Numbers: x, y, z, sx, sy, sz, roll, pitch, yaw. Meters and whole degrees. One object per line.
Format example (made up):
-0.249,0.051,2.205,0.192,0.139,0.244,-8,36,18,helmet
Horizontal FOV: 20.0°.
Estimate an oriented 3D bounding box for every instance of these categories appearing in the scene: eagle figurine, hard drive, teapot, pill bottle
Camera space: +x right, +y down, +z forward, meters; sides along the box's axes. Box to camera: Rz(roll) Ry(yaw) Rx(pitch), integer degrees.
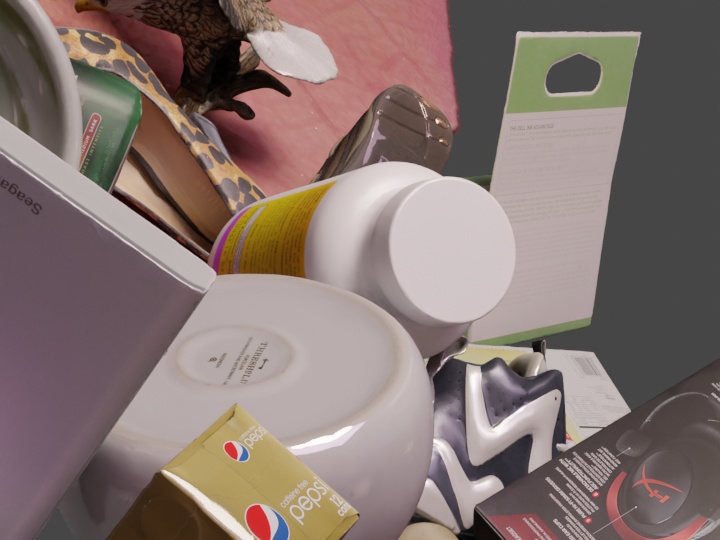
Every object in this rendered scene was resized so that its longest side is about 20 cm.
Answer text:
-0.110,-0.190,1.266,0.150,0.201,0.152,-20,31,-24,eagle figurine
-0.166,0.040,0.862,0.132,0.200,0.027,35,25,-3,hard drive
-0.056,0.104,0.960,0.199,0.147,0.197,-18,32,-31,teapot
0.000,0.000,1.082,0.104,0.200,0.105,3,83,-27,pill bottle

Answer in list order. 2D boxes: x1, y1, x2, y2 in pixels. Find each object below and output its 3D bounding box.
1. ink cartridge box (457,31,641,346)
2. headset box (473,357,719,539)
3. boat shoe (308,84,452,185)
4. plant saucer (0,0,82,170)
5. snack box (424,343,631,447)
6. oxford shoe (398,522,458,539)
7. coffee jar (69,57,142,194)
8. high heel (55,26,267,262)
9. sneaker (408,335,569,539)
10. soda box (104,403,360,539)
0.107,-0.055,1.291,0.048,0.201,0.145,16,15,37,ink cartridge box
0.160,0.143,0.984,0.199,0.075,0.149,-29,48,-18,headset box
-0.005,-0.028,1.257,0.074,0.073,0.200,41,50,-10,boat shoe
-0.239,-0.069,1.000,0.199,0.201,0.050,26,-7,-19,plant saucer
0.092,0.098,1.217,0.199,0.037,0.116,6,43,-42,snack box
0.021,0.173,0.946,0.070,0.074,0.200,-2,30,10,oxford shoe
-0.223,-0.091,1.078,0.199,0.105,0.085,25,-8,-19,coffee jar
-0.133,-0.067,1.169,0.199,0.071,0.143,23,26,-40,high heel
0.096,0.109,1.099,0.199,0.079,0.130,32,69,-18,sneaker
-0.086,0.148,0.801,0.068,0.200,0.064,41,31,6,soda box
